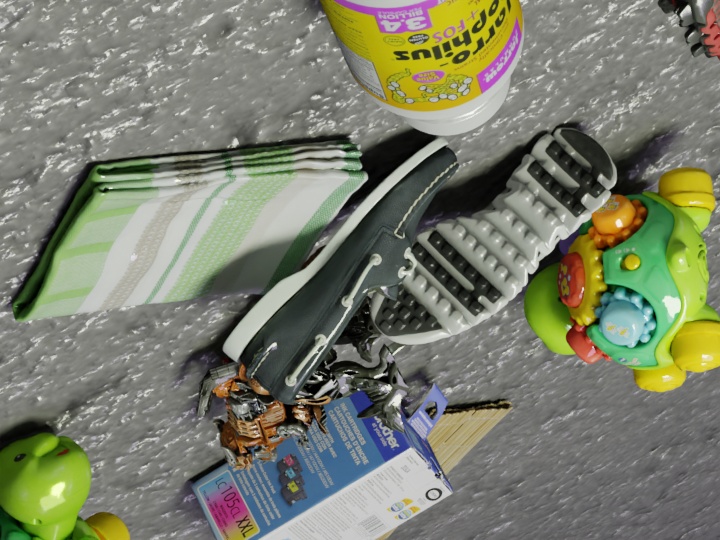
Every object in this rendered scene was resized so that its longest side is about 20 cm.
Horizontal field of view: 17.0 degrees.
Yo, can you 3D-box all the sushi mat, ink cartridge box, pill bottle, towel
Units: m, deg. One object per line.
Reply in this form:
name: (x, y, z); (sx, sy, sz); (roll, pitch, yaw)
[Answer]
sushi mat: (0.041, 0.173, 2.029); (0.096, 0.012, 0.200); (0, 142, -43)
ink cartridge box: (-0.014, 0.161, 1.878); (0.200, 0.076, 0.136); (-29, 155, 4)
pill bottle: (0.033, -0.149, 1.321); (0.104, 0.104, 0.200); (-29, 155, -1)
towel: (-0.104, -0.019, 1.505); (0.200, 0.031, 0.149); (-9, 147, -37)

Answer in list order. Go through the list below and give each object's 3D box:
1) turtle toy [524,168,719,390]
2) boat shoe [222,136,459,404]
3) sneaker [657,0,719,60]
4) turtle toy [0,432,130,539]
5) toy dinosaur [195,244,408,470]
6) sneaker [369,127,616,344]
turtle toy: (0.187, 0.013, 1.740); (0.101, 0.146, 0.200); (1, 166, -16)
boat shoe: (0.000, 0.000, 1.559); (0.200, 0.060, 0.076); (-46, 174, 1)
sneaker: (0.245, -0.174, 1.536); (0.098, 0.071, 0.200); (-36, 156, 14)
turtle toy: (-0.239, 0.195, 1.675); (0.200, 0.101, 0.146); (-51, 171, 33)
toy dinosaur: (-0.042, 0.067, 1.666); (0.136, 0.102, 0.200); (-2, 156, -19)
sneaker: (0.089, -0.013, 1.646); (0.200, 0.075, 0.081); (-37, 172, -17)
